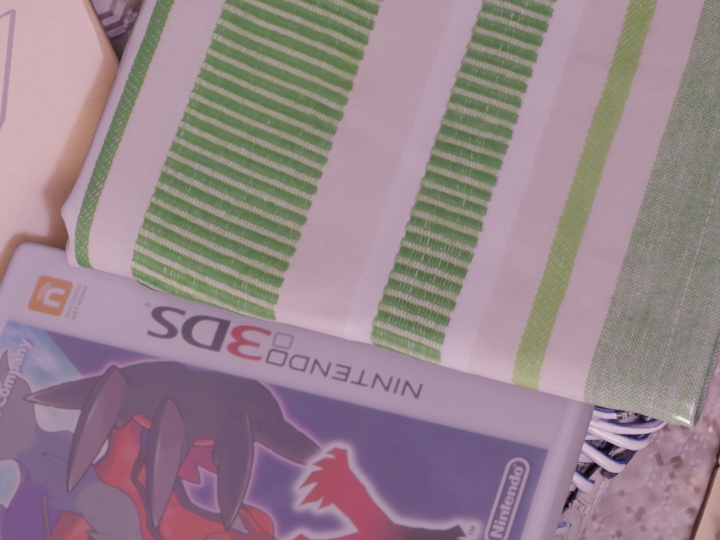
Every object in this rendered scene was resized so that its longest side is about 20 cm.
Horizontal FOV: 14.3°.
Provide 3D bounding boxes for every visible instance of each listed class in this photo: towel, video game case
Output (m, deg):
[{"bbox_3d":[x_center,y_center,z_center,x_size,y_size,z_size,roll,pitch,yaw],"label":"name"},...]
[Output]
[{"bbox_3d":[0.023,-0.047,0.822,0.199,0.023,0.153,13,72,20],"label":"towel"},{"bbox_3d":[-0.048,0.099,0.796,0.181,0.023,0.201,12,67,17],"label":"video game case"}]

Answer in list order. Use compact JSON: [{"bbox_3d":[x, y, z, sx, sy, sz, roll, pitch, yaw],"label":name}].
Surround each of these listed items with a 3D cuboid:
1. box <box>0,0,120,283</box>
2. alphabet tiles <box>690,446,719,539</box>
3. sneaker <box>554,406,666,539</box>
[{"bbox_3d":[-0.159,-0.061,0.863,0.163,0.021,0.201,-24,99,-5],"label":"box"},{"bbox_3d":[0.202,0.056,0.938,0.166,0.006,0.201,17,94,-10],"label":"alphabet tiles"},{"bbox_3d":[0.062,0.029,0.874,0.077,0.085,0.201,24,94,-10],"label":"sneaker"}]
